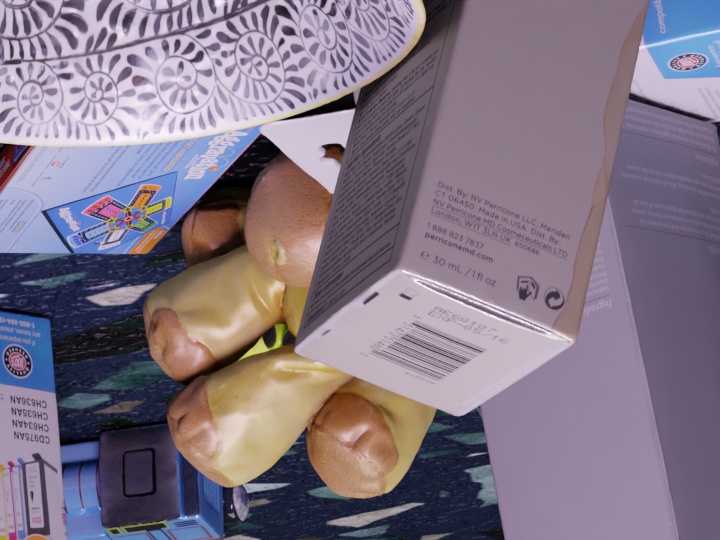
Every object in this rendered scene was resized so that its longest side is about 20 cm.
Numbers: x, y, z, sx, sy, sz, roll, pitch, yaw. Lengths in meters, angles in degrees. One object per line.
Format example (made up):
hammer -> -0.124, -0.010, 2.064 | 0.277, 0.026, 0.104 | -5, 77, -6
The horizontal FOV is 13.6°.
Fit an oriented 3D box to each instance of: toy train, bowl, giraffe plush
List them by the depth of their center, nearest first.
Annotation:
bowl -> -0.082, -0.119, 1.039 | 0.199, 0.095, 0.201 | -7, 164, -2
giraffe plush -> 0.000, 0.000, 1.403 | 0.199, 0.174, 0.162 | -10, 156, -9
toy train -> -0.176, 0.156, 1.990 | 0.199, 0.087, 0.114 | -7, 155, 12

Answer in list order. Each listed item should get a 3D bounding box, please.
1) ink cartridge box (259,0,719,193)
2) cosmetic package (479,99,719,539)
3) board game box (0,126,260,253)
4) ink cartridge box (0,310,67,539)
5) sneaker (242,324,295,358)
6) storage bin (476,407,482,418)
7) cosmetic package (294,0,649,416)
ink cartridge box -> 0.064, -0.092, 1.235 | 0.199, 0.068, 0.116 | -11, 164, 14
cosmetic package -> 0.105, 0.037, 1.210 | 0.090, 0.201, 0.107 | -17, 162, 34
board game box -> -0.120, -0.046, 1.415 | 0.102, 0.020, 0.200 | 2, 162, -21
ink cartridge box -> -0.259, 0.130, 1.642 | 0.144, 0.201, 0.147 | -18, 161, 37
sneaker -> -0.018, 0.021, 1.601 | 0.083, 0.075, 0.200 | 1, 172, -15
storage bin -> 0.126, 0.025, 1.627 | 0.134, 0.094, 0.200 | -9, 165, 7
cosmetic package -> 0.046, -0.061, 1.079 | 0.073, 0.201, 0.103 | 22, 156, -15
